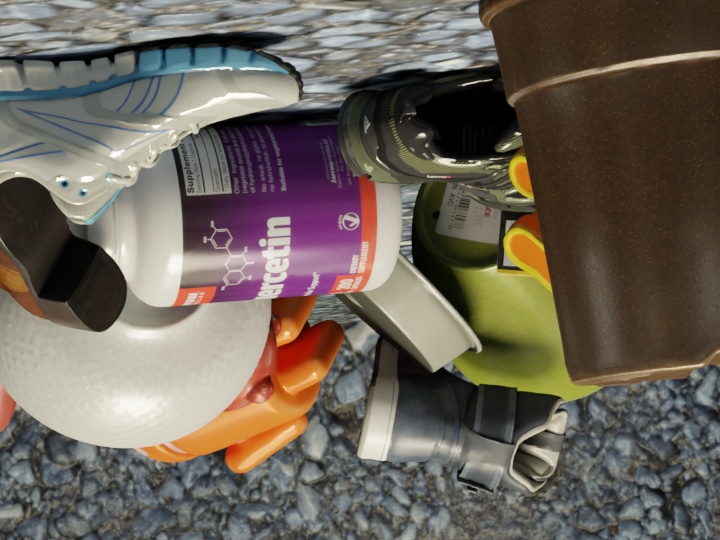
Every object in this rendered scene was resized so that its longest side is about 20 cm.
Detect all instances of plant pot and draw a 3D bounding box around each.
[{"bbox_3d":[0.111,-0.015,1.834,0.187,0.187,0.200,-7,162,17],"label":"plant pot"},{"bbox_3d":[0.168,-0.046,1.276,0.200,0.199,0.200,-5,174,-1],"label":"plant pot"}]

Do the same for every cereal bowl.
[{"bbox_3d":[-0.151,0.011,1.666,0.200,0.200,0.083,-4,157,-20],"label":"cereal bowl"}]

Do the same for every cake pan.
[{"bbox_3d":[0.000,0.000,1.765,0.037,0.200,0.200,-47,178,-5],"label":"cake pan"}]

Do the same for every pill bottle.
[{"bbox_3d":[-0.081,-0.036,1.595,0.200,0.113,0.112,-5,175,-16],"label":"pill bottle"}]

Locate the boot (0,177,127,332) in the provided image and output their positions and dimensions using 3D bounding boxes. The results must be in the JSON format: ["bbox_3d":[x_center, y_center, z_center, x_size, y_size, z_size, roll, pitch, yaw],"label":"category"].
[{"bbox_3d":[-0.253,-0.048,1.514,0.200,0.069,0.188,16,158,33],"label":"boot"}]

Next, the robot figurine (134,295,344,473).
[{"bbox_3d":[-0.110,0.076,1.890,0.200,0.117,0.144,-22,151,28],"label":"robot figurine"}]

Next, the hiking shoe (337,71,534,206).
[{"bbox_3d":[0.091,-0.079,1.516,0.200,0.076,0.101,-2,177,-29],"label":"hiking shoe"}]

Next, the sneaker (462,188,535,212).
[{"bbox_3d":[0.164,-0.067,1.659,0.200,0.076,0.079,-7,156,21],"label":"sneaker"}]

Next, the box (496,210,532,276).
[{"bbox_3d":[0.214,-0.016,1.713,0.159,0.049,0.200,2,-178,37],"label":"box"}]

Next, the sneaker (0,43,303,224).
[{"bbox_3d":[-0.127,-0.069,1.320,0.200,0.087,0.075,-7,174,1],"label":"sneaker"}]

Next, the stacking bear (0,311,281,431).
[{"bbox_3d":[-0.156,0.052,1.753,0.200,0.122,0.114,7,139,-3],"label":"stacking bear"}]

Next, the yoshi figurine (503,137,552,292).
[{"bbox_3d":[0.173,-0.062,1.446,0.112,0.112,0.200,-23,-170,47],"label":"yoshi figurine"}]

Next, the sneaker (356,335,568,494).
[{"bbox_3d":[0.074,0.103,1.834,0.146,0.077,0.202,9,-166,0],"label":"sneaker"}]
